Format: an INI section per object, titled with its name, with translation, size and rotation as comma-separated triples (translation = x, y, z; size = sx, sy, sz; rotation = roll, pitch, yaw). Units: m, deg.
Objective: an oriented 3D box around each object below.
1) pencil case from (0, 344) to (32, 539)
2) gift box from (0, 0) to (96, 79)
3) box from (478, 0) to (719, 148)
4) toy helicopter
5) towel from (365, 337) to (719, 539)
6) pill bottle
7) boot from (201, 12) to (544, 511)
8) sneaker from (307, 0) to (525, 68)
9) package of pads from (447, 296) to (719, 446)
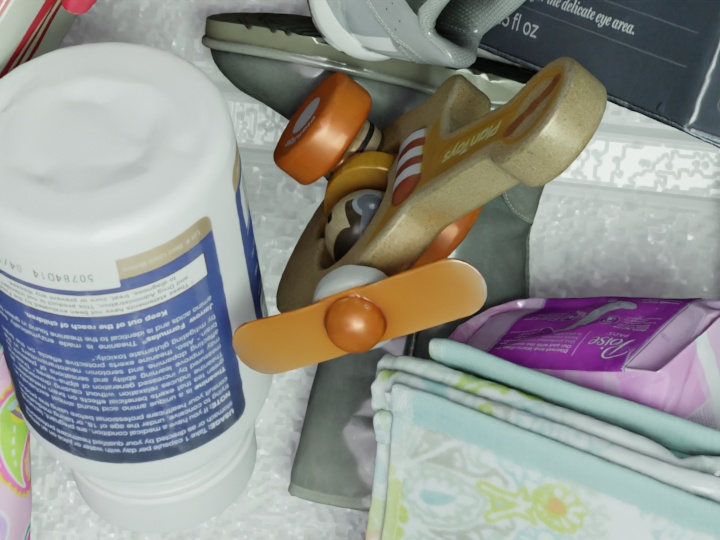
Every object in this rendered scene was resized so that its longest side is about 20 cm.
[pencil case]
translation = -0.183, 0.108, 1.133
size = 0.087, 0.087, 0.202
rotation = 3, 98, 2
[gift box]
translation = -0.155, -0.188, 1.048
size = 0.186, 0.185, 0.201
rotation = 34, 101, 0
[box]
translation = 0.144, -0.156, 1.020
size = 0.117, 0.196, 0.201
rotation = 15, 98, -33
[toy helicopter]
translation = 0.023, -0.025, 0.985
size = 0.079, 0.200, 0.133
rotation = 37, 59, -15
[towel]
translation = 0.090, 0.127, 1.026
size = 0.199, 0.048, 0.172
rotation = 20, 128, 22
[pill bottle]
translation = -0.094, 0.014, 1.065
size = 0.110, 0.112, 0.201
rotation = -5, 137, 2
[boot]
translation = -0.001, 0.000, 1.128
size = 0.180, 0.073, 0.201
rotation = 15, 103, 0
[sneaker]
translation = 0.045, -0.173, 1.012
size = 0.075, 0.115, 0.202
rotation = -1, 104, -35
[package of pads]
translation = 0.113, 0.110, 1.085
size = 0.120, 0.076, 0.201
rotation = 1, 117, 40
